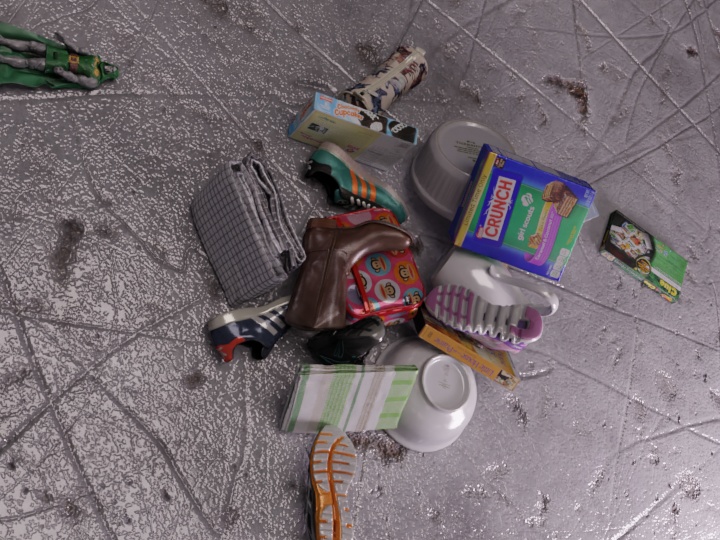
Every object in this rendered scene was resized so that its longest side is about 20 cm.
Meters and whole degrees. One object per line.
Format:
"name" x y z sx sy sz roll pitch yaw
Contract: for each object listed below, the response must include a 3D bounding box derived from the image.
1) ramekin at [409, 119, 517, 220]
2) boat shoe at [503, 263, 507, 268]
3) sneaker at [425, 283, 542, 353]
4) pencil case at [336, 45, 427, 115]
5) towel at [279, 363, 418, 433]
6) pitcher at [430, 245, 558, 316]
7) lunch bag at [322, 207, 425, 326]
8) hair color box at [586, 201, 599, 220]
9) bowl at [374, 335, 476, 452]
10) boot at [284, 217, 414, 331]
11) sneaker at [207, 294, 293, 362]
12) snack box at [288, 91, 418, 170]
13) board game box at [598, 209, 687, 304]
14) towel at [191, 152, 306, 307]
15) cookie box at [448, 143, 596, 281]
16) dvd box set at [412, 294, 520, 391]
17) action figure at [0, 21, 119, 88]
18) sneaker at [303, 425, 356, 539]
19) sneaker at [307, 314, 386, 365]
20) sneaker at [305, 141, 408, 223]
"ramekin" 0.195 -0.184 1.846 0.200 0.095 0.204 10 47 -11
"boat shoe" 0.258 -0.060 1.896 0.064 0.072 0.202 11 62 -23
"sneaker" 0.201 0.090 1.714 0.198 0.089 0.081 17 59 4
"pencil case" 0.042 -0.335 1.863 0.078 0.089 0.200 49 57 -4
"towel" -0.020 0.198 1.606 0.198 0.150 0.031 1 43 -21
"pitcher" 0.233 0.033 1.769 0.199 0.172 0.122 36 55 -2
"lunch bag" 0.000 0.000 1.711 0.174 0.082 0.202 -11 64 -20
"hair color box" 0.355 -0.098 1.902 0.199 0.098 0.061 -18 86 -54
"bowl" 0.123 0.198 1.719 0.199 0.090 0.204 9 69 -26
"boot" -0.016 0.017 1.611 0.184 0.065 0.202 3 56 8
"sneaker" -0.142 0.094 1.627 0.198 0.075 0.085 -15 84 -25
"snack box" -0.014 -0.240 1.782 0.198 0.116 0.038 16 65 -23
"board game box" 0.577 -0.027 2.083 0.199 0.023 0.105 33 58 -14
"towel" -0.173 -0.061 1.607 0.085 0.165 0.202 -21 83 -38
"cookie box" 0.272 -0.098 1.742 0.198 0.075 0.173 19 105 -8
"dvd box set" 0.175 0.118 1.758 0.199 0.030 0.147 31 18 -15
"action figure" -0.475 -0.328 1.604 0.198 0.055 0.120 7 67 -31
"sneaker" -0.055 0.340 1.583 0.077 0.077 0.202 14 64 -23
"sneaker" -0.010 0.121 1.612 0.075 0.199 0.080 -26 94 -28
"sneaker" -0.010 -0.132 1.779 0.199 0.071 0.080 37 64 -6
